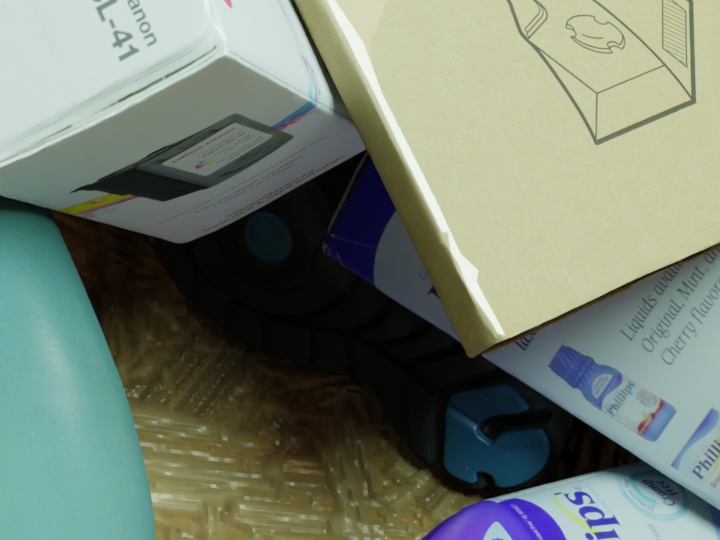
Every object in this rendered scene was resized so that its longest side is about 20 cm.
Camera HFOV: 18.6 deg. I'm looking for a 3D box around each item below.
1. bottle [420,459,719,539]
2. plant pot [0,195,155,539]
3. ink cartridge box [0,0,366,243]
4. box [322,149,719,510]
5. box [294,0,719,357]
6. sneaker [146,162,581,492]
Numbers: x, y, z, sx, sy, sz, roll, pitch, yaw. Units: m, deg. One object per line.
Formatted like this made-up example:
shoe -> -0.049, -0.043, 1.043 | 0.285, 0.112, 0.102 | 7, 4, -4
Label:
bottle -> 0.057, 0.115, 0.729 | 0.200, 0.065, 0.084 | -10, 55, -30
plant pot -> -0.148, 0.067, 0.601 | 0.201, 0.201, 0.161 | -17, 64, -34
ink cartridge box -> -0.076, -0.094, 0.636 | 0.148, 0.086, 0.200 | 64, 10, 9
box -> 0.118, -0.026, 0.785 | 0.200, 0.105, 0.184 | 34, 31, 5
box -> 0.057, -0.093, 0.665 | 0.163, 0.021, 0.200 | -23, 84, -25
sneaker -> 0.000, 0.000, 0.818 | 0.200, 0.073, 0.082 | 40, 36, 4
